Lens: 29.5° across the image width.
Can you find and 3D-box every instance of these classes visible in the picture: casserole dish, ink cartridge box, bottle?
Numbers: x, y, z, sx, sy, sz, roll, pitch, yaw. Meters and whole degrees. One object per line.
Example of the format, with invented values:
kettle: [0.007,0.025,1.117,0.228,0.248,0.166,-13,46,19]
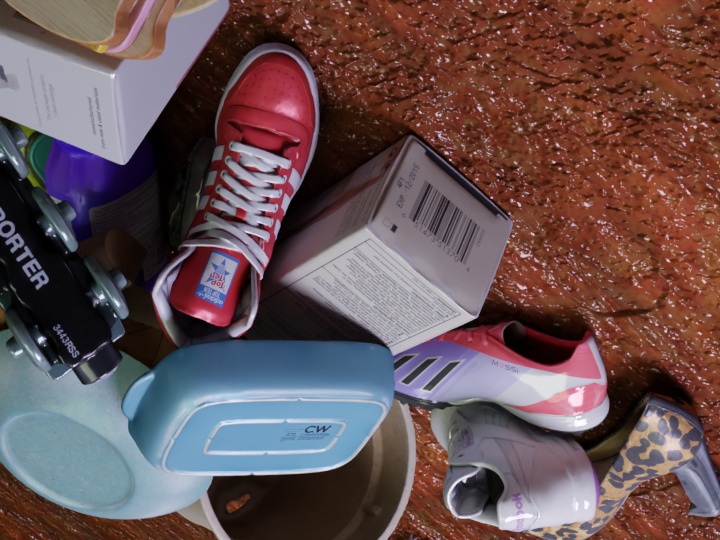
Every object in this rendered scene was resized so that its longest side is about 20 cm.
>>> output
casserole dish: [-0.061,0.097,0.917,0.198,0.039,0.122,2,139,-30]
ink cartridge box: [-0.196,-0.171,0.810,0.198,0.146,0.084,22,148,9]
bottle: [-0.187,-0.063,0.988,0.065,0.083,0.202,22,132,29]

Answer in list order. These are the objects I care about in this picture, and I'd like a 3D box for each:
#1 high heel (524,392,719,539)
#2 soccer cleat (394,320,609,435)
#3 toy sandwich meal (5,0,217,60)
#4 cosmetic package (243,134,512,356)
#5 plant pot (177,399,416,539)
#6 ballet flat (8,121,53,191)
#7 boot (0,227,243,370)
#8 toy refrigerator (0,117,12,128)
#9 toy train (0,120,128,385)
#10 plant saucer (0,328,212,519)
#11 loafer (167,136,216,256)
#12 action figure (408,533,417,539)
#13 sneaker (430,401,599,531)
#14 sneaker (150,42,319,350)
high heel: [0.167,0.141,1.034,0.198,0.072,0.143,-9,137,25]
soccer cleat: [0.088,0.065,1.011,0.198,0.068,0.074,9,123,29]
toy sandwich meal: [-0.125,-0.214,0.688,0.203,0.070,0.208,6,106,21]
cosmetic package: [0.000,0.000,0.952,0.103,0.088,0.199,38,145,-19]
plant pot: [-0.085,0.151,1.149,0.200,0.201,0.183,41,156,-20]
ballet flat: [-0.217,-0.046,1.082,0.067,0.067,0.201,25,151,46]
boot: [-0.171,0.065,0.991,0.143,0.071,0.202,-26,114,32]
toy refrigerator: [-0.298,-0.126,1.007,0.069,0.076,0.201,26,146,3]
toy train: [-0.218,-0.018,0.857,0.201,0.085,0.114,57,167,-14]
plant saucer: [-0.204,0.125,0.987,0.199,0.039,0.202,12,136,11]
loafer: [-0.123,-0.033,1.017,0.062,0.072,0.201,27,149,12]
action figure: [0.024,0.312,1.355,0.118,0.103,0.199,-14,155,35]
sneaker: [0.091,0.136,1.023,0.200,0.099,0.076,-152,53,-62]
sneaker: [-0.079,-0.039,0.873,0.070,0.113,0.202,18,116,-2]
